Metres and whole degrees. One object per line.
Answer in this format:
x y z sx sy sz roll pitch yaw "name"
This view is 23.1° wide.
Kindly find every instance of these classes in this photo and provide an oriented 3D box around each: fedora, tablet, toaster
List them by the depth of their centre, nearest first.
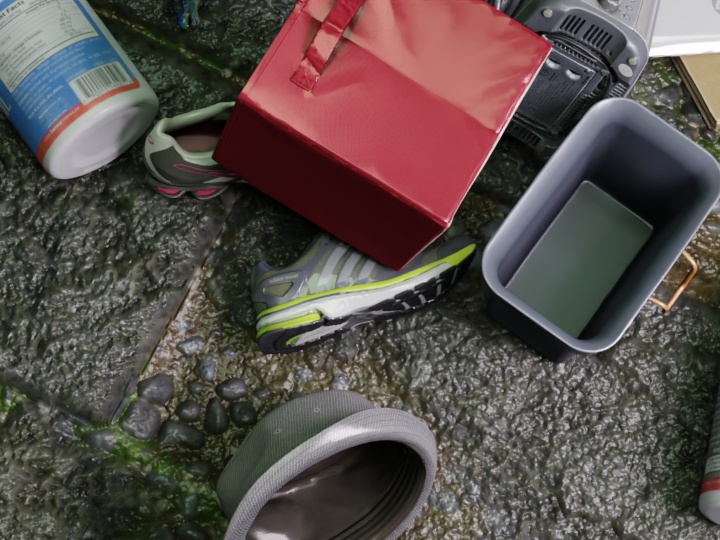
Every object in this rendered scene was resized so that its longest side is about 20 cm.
-0.041 0.164 1.365 0.200 0.177 0.090 -36 49 -6 "fedora"
0.172 -0.190 1.465 0.113 0.200 0.129 28 52 -5 "toaster"
0.319 -0.253 1.555 0.200 0.014 0.130 -5 72 -5 "tablet"

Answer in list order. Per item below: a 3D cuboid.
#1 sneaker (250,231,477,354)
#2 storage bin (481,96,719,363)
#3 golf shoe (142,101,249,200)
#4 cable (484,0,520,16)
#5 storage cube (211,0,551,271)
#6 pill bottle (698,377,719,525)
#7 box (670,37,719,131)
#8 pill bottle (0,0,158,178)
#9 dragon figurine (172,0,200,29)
0.000 0.000 1.447 0.200 0.074 0.081 -17 72 -11 "sneaker"
0.193 -0.015 1.432 0.145 0.134 0.200 36 75 6 "storage bin"
-0.081 -0.105 1.463 0.200 0.088 0.077 -10 73 -9 "golf shoe"
0.106 -0.242 1.470 0.051 0.200 0.163 40 67 -14 "cable"
0.012 -0.128 1.350 0.180 0.200 0.171 31 74 -3 "storage cube"
0.344 0.109 1.417 0.114 0.114 0.200 14 73 0 "pill bottle"
0.362 -0.234 1.570 0.200 0.021 0.164 -24 76 -10 "box"
-0.266 -0.184 1.459 0.112 0.112 0.200 -34 78 -13 "pill bottle"
-0.112 -0.303 1.534 0.099 0.059 0.200 11 74 -2 "dragon figurine"
